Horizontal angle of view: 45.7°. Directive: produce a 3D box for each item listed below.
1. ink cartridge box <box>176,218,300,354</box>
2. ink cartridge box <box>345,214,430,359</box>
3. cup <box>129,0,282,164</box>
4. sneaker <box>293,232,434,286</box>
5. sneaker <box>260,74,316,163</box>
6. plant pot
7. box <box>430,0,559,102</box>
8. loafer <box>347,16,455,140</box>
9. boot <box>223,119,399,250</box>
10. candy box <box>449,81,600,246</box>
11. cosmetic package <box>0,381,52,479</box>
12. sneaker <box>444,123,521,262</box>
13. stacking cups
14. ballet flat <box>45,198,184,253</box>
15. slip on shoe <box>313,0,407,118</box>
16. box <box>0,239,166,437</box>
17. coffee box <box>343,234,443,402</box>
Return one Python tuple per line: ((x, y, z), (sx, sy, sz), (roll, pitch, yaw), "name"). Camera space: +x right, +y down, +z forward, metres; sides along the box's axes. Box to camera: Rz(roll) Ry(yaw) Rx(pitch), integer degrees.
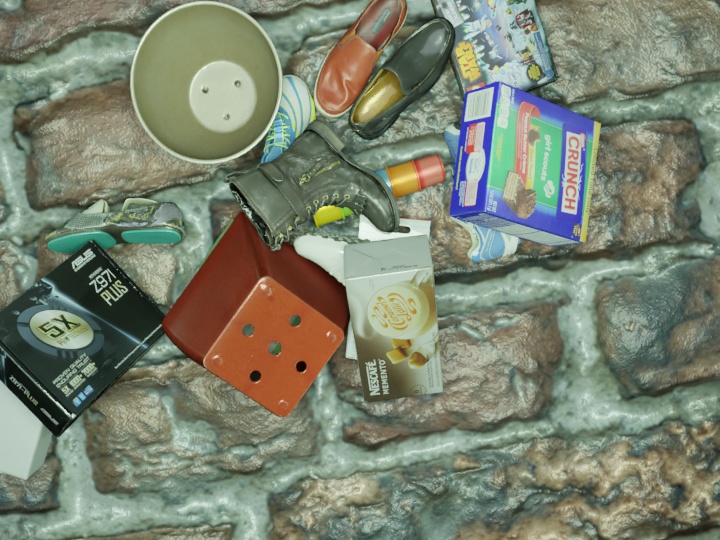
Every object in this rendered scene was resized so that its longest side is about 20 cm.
((-0.143, 0.044, 1.225), (0.198, 0.048, 0.147), (35, 93, -22), "ink cartridge box")
((0.040, 0.026, 1.222), (0.106, 0.050, 0.205), (5, 93, 0), "ink cartridge box")
((-0.196, -0.244, 1.156), (0.195, 0.143, 0.206), (0, 94, 0), "cup")
((0.000, 0.000, 1.162), (0.195, 0.076, 0.082), (16, 102, 1), "sneaker")
((-0.100, -0.171, 1.180), (0.074, 0.105, 0.205), (1, 94, 0), "sneaker")
((-0.125, 0.073, 1.120), (0.199, 0.176, 0.201), (36, 93, -19), "plant pot")
((0.183, -0.341, 1.203), (0.134, 0.040, 0.204), (-20, 94, 2), "box")
((0.057, -0.263, 1.175), (0.072, 0.072, 0.201), (39, 101, 7), "loafer")
((-0.062, -0.084, 1.108), (0.200, 0.069, 0.174), (45, 60, 0), "boot")
((0.223, -0.136, 1.143), (0.197, 0.076, 0.173), (12, 83, -35), "candy box")
((-0.481, 0.180, 1.220), (0.100, 0.074, 0.204), (19, 95, -2), "cosmetic package")
((0.158, -0.107, 1.199), (0.076, 0.076, 0.204), (-23, 92, -3), "sneaker")
((0.024, -0.113, 1.207), (0.195, 0.061, 0.062), (-15, 94, 0), "stacking cups")
((-0.346, -0.067, 1.214), (0.195, 0.072, 0.074), (-5, 94, 0), "ballet flat")
((-0.001, -0.305, 1.195), (0.073, 0.061, 0.202), (35, 94, -4), "slip on shoe")
((-0.384, 0.088, 1.151), (0.164, 0.086, 0.200), (46, 49, -4), "box")
((0.045, 0.065, 1.117), (0.111, 0.080, 0.204), (-6, 123, 2), "coffee box")
